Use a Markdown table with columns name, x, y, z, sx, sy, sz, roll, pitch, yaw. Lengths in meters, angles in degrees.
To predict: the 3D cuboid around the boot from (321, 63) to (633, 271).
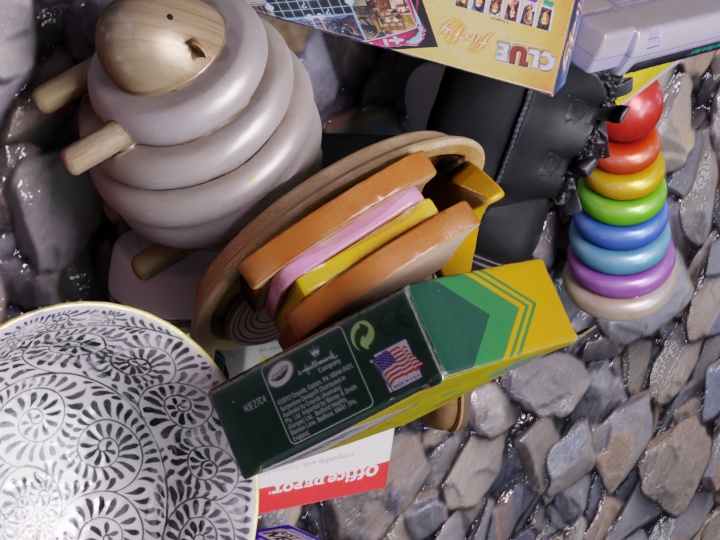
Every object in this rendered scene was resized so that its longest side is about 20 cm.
| name | x | y | z | sx | sy | sz | roll | pitch | yaw |
| --- | --- | --- | --- | --- | --- | --- | --- | --- | --- |
| boot | 0.047 | -0.084 | 1.143 | 0.196 | 0.074 | 0.163 | 19 | 119 | -11 |

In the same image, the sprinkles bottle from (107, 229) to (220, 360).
| name | x | y | z | sx | sy | sz | roll | pitch | yaw |
| --- | --- | --- | --- | --- | --- | --- | --- | --- | --- |
| sprinkles bottle | -0.119 | 0.078 | 1.136 | 0.068 | 0.068 | 0.202 | -16 | 125 | -45 |

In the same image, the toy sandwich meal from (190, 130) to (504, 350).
| name | x | y | z | sx | sy | sz | roll | pitch | yaw |
| --- | --- | --- | --- | --- | --- | --- | --- | --- | --- |
| toy sandwich meal | 0.000 | 0.000 | 1.047 | 0.204 | 0.071 | 0.205 | -31 | 165 | -10 |

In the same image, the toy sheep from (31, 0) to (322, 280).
| name | x | y | z | sx | sy | sz | roll | pitch | yaw |
| --- | --- | --- | --- | --- | --- | --- | --- | --- | --- |
| toy sheep | -0.084 | -0.070 | 1.035 | 0.138 | 0.137 | 0.201 | -50 | 146 | -17 |

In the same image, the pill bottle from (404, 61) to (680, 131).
| name | x | y | z | sx | sy | sz | roll | pitch | yaw |
| --- | --- | --- | --- | --- | --- | --- | --- | --- | --- |
| pill bottle | 0.123 | -0.140 | 1.260 | 0.200 | 0.112 | 0.113 | -37 | 138 | -32 |

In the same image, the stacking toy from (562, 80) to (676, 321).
| name | x | y | z | sx | sy | sz | roll | pitch | yaw |
| --- | --- | --- | --- | --- | --- | --- | --- | --- | --- |
| stacking toy | 0.185 | -0.063 | 1.405 | 0.085 | 0.085 | 0.201 | -37 | 141 | -31 |

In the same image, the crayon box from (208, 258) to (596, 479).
| name | x | y | z | sx | sy | sz | roll | pitch | yaw |
| --- | --- | --- | --- | --- | --- | --- | --- | --- | --- |
| crayon box | 0.027 | 0.046 | 1.024 | 0.126 | 0.051 | 0.199 | -28 | 171 | 26 |

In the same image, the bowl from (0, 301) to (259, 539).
| name | x | y | z | sx | sy | sz | roll | pitch | yaw |
| --- | --- | --- | --- | --- | --- | --- | --- | --- | --- |
| bowl | -0.157 | 0.113 | 0.985 | 0.199 | 0.094 | 0.203 | -3 | 95 | -34 |

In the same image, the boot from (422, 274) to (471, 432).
| name | x | y | z | sx | sy | sz | roll | pitch | yaw |
| --- | --- | --- | --- | --- | --- | --- | --- | --- | --- |
| boot | 0.026 | 0.035 | 1.308 | 0.075 | 0.074 | 0.201 | -25 | 131 | -14 |

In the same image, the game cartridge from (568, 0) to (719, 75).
| name | x | y | z | sx | sy | sz | roll | pitch | yaw |
| --- | --- | --- | --- | --- | --- | --- | --- | --- | --- |
| game cartridge | 0.140 | -0.165 | 1.144 | 0.199 | 0.130 | 0.039 | -19 | 144 | -51 |

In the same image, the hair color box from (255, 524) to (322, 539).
| name | x | y | z | sx | sy | sz | roll | pitch | yaw |
| --- | --- | --- | --- | --- | --- | --- | --- | --- | --- |
| hair color box | -0.108 | 0.228 | 1.203 | 0.198 | 0.065 | 0.111 | -5 | 103 | -35 |

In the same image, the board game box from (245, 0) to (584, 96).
| name | x | y | z | sx | sy | sz | roll | pitch | yaw |
| --- | --- | --- | --- | --- | --- | --- | --- | --- | --- |
| board game box | 0.025 | -0.184 | 1.037 | 0.035 | 0.198 | 0.137 | -45 | 150 | -65 |

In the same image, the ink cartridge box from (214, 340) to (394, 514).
| name | x | y | z | sx | sy | sz | roll | pitch | yaw |
| --- | --- | --- | --- | --- | --- | --- | --- | --- | --- |
| ink cartridge box | -0.039 | 0.077 | 1.214 | 0.115 | 0.067 | 0.202 | -9 | 120 | -29 |
